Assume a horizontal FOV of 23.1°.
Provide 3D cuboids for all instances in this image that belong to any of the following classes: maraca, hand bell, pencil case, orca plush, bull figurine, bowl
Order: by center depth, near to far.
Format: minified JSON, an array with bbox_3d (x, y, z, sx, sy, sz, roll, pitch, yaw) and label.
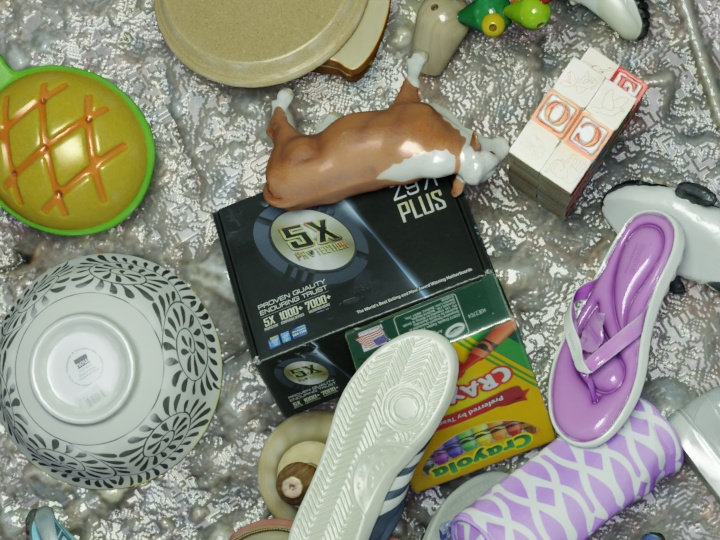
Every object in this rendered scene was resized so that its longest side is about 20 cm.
[{"bbox_3d":[-0.044,0.162,1.381,0.103,0.200,0.105,0,86,5],"label":"hand bell"},{"bbox_3d":[0.016,-0.103,1.386,0.199,0.065,0.122,-11,47,8],"label":"bull figurine"},{"bbox_3d":[0.163,0.179,1.387,0.199,0.086,0.084,-33,49,-19],"label":"pencil case"},{"bbox_3d":[0.299,-0.034,1.432,0.199,0.071,0.106,12,126,33],"label":"orca plush"},{"bbox_3d":[-0.220,0.082,1.453,0.199,0.094,0.202,0,86,5],"label":"bowl"},{"bbox_3d":[-0.266,-0.108,1.463,0.199,0.107,0.138,22,89,6],"label":"maraca"}]

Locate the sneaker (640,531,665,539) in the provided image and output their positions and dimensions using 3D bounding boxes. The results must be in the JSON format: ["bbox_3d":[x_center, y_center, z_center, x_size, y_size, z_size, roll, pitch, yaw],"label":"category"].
[{"bbox_3d":[0.197,0.302,1.419,0.078,0.075,0.201,23,86,9],"label":"sneaker"}]

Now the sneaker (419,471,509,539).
[{"bbox_3d":[0.058,0.249,1.436,0.071,0.099,0.200,40,58,-4],"label":"sneaker"}]

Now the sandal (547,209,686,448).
[{"bbox_3d":[0.191,0.039,1.384,0.082,0.050,0.204,8,69,40],"label":"sandal"}]

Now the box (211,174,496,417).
[{"bbox_3d":[0.000,0.000,1.411,0.199,0.086,0.164,-20,51,3],"label":"box"}]

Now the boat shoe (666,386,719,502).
[{"bbox_3d":[0.331,0.183,1.423,0.068,0.072,0.200,-39,75,1],"label":"boat shoe"}]

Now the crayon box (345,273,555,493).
[{"bbox_3d":[0.078,0.101,1.384,0.126,0.200,0.051,-22,49,3],"label":"crayon box"}]

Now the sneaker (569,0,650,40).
[{"bbox_3d":[0.157,-0.257,1.471,0.093,0.070,0.200,-39,86,18],"label":"sneaker"}]

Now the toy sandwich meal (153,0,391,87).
[{"bbox_3d":[-0.071,-0.229,1.463,0.204,0.070,0.207,-3,70,10],"label":"toy sandwich meal"}]

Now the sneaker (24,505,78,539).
[{"bbox_3d":[-0.196,0.265,1.457,0.095,0.079,0.200,-38,93,-9],"label":"sneaker"}]

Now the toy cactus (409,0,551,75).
[{"bbox_3d":[0.076,-0.232,1.431,0.200,0.102,0.166,40,129,25],"label":"toy cactus"}]

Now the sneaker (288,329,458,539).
[{"bbox_3d":[0.015,0.135,1.302,0.075,0.084,0.201,32,96,19],"label":"sneaker"}]

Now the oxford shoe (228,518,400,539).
[{"bbox_3d":[-0.040,0.242,1.386,0.070,0.199,0.075,37,62,-36],"label":"oxford shoe"}]

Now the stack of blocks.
[{"bbox_3d":[0.171,-0.112,1.384,0.058,0.200,0.116,34,90,6],"label":"stack of blocks"}]
